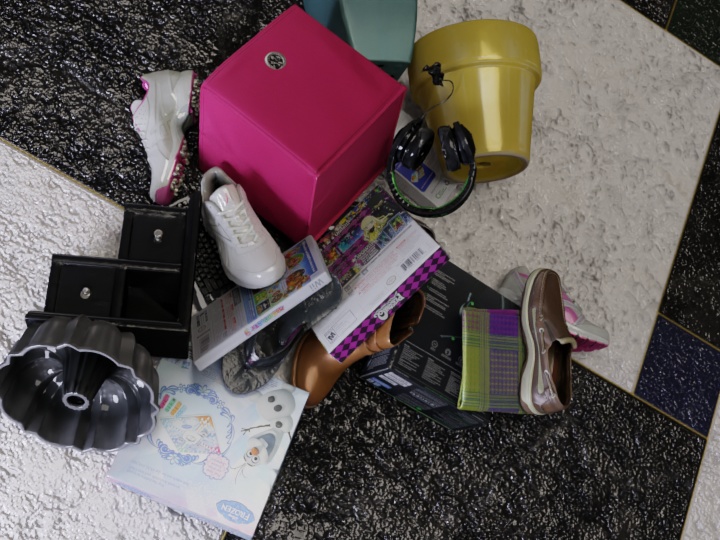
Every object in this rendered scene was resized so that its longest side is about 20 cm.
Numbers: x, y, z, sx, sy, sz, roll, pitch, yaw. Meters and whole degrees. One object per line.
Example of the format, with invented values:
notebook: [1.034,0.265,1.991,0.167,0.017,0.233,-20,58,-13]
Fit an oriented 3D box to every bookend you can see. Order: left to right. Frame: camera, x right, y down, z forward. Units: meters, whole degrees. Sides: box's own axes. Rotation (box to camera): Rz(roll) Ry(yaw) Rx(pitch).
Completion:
bookend: [-0.309,-0.002,1.382,0.196,0.092,0.202,6,63,-7]

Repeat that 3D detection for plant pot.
plant pot: [0.003,-0.377,1.601,0.140,0.141,0.203,-1,70,-21]
plant pot: [0.173,-0.238,1.587,0.198,0.201,0.192,1,76,-21]

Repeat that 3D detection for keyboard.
keyboard: [-0.191,-0.016,1.488,0.126,0.021,0.202,-26,85,-26]

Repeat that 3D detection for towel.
towel: [0.208,0.127,1.499,0.198,0.023,0.146,6,82,-40]

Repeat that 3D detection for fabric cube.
fabric cube: [-0.083,-0.191,1.460,0.199,0.201,0.196,38,63,12]

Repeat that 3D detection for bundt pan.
bundt pan: [-0.334,0.130,1.300,0.200,0.203,0.076,20,41,-14]

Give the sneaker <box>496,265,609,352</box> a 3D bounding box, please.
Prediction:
sneaker: [0.294,0.055,1.623,0.198,0.081,0.089,28,67,-12]

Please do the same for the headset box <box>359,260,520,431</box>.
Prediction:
headset box: [0.119,0.095,1.524,0.173,0.093,0.202,30,66,-19]

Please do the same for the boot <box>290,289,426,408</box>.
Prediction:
boot: [-0.001,0.101,1.443,0.077,0.154,0.201,48,64,-30]

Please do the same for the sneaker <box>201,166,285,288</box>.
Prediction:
sneaker: [-0.164,-0.059,1.403,0.077,0.100,0.200,-29,51,-14]

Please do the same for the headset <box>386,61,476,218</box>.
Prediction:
headset: [0.099,-0.176,1.472,0.122,0.094,0.203,4,80,10]

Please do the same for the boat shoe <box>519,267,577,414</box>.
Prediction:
boat shoe: [0.269,0.096,1.490,0.074,0.074,0.205,8,80,-39]

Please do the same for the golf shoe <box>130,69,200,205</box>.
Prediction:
golf shoe: [-0.276,-0.185,1.487,0.090,0.075,0.202,8,68,-3]

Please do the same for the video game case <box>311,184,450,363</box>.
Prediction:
video game case: [0.000,0.000,1.440,0.200,0.181,0.036,-44,131,1]

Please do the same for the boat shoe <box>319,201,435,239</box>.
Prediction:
boat shoe: [0.019,-0.068,1.556,0.198,0.073,0.075,12,70,-18]

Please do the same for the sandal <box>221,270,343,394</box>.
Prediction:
sandal: [-0.106,0.074,1.377,0.075,0.048,0.201,43,88,3]

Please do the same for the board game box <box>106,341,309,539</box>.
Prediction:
board game box: [-0.192,0.213,1.384,0.198,0.043,0.201,23,66,-1]

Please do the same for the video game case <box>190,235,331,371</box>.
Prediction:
video game case: [-0.132,0.038,1.384,0.199,0.143,0.018,-35,113,3]

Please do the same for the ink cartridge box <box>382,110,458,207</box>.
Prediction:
ink cartridge box: [0.063,-0.182,1.631,0.199,0.037,0.095,40,63,-8]
